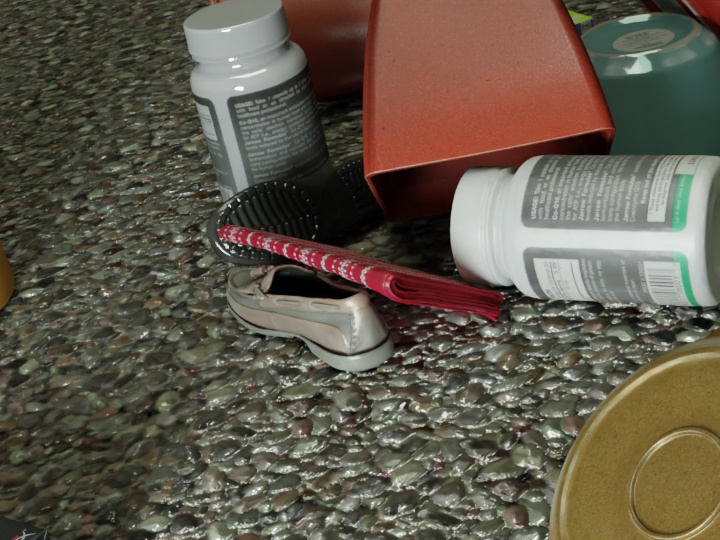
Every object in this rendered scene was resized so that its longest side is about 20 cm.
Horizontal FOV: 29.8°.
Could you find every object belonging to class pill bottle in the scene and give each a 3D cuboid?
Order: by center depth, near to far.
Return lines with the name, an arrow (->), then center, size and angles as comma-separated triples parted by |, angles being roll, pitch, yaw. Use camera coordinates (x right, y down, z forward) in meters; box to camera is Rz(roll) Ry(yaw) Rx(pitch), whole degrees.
pill bottle -> 0.178, -0.033, 1.037 | 0.200, 0.113, 0.113 | 3, 31, 28
pill bottle -> -0.097, -0.152, 1.295 | 0.114, 0.200, 0.114 | -10, 27, 5

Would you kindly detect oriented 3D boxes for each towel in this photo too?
towel -> 0.000, 0.000, 1.074 | 0.200, 0.023, 0.144 | 17, 3, 44

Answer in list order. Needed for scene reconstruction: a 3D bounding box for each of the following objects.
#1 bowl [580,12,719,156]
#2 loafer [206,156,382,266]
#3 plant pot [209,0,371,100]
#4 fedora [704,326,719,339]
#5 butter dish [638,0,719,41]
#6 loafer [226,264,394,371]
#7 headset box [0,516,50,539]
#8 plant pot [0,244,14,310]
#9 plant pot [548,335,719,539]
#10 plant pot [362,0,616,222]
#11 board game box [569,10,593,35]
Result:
bowl -> 0.268, -0.177, 1.287 | 0.200, 0.105, 0.201 | -11, 26, 6
loafer -> -0.061, -0.046, 1.230 | 0.200, 0.073, 0.071 | -19, -3, -38
plant pot -> -0.071, -0.274, 1.553 | 0.195, 0.201, 0.201 | -6, 26, -5
fedora -> 0.250, 0.102, 0.737 | 0.200, 0.082, 0.201 | -33, 39, 31
butter dish -> 0.366, -0.301, 1.346 | 0.148, 0.199, 0.200 | -49, 29, 4
loafer -> -0.045, 0.020, 1.090 | 0.072, 0.063, 0.200 | -28, 30, -29
headset box -> -0.298, 0.209, 0.825 | 0.200, 0.075, 0.149 | 7, 32, 34
plant pot -> -0.444, -0.038, 1.248 | 0.200, 0.184, 0.200 | -10, 27, 5
plant pot -> 0.174, 0.117, 0.717 | 0.200, 0.027, 0.200 | -33, 39, 31
plant pot -> 0.097, -0.161, 1.158 | 0.199, 0.177, 0.200 | -11, -10, 5
board game box -> 0.149, -0.250, 1.548 | 0.200, 0.045, 0.134 | -22, 28, -18
